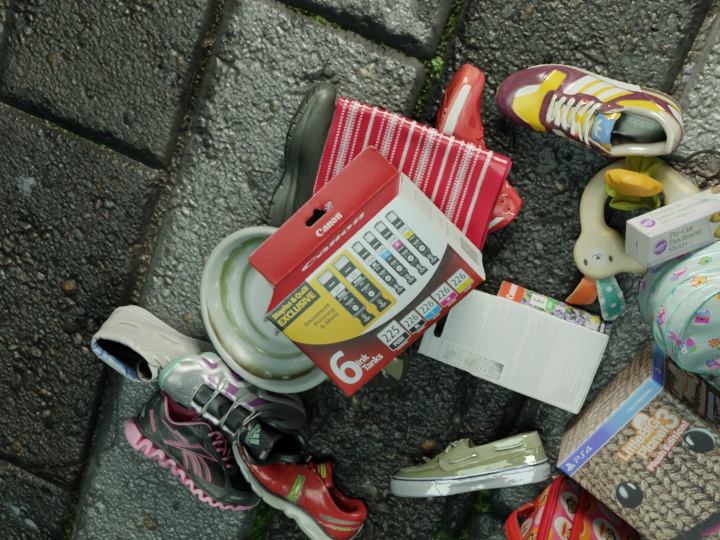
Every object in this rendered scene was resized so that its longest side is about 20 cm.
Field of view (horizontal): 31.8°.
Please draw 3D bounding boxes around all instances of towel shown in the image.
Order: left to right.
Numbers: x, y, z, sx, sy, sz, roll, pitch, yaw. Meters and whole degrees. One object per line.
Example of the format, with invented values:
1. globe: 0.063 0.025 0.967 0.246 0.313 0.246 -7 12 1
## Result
1. towel: 0.051 -0.093 1.362 0.199 0.023 0.145 21 126 3

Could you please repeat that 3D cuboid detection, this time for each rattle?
1. rattle: 0.268 -0.019 1.342 0.130 0.143 0.200 33 115 -4

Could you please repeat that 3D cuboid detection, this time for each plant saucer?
1. plant saucer: -0.093 0.041 1.474 0.199 0.050 0.201 9 110 25

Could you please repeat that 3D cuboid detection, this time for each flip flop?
1. flip flop: -0.027 0.076 1.512 0.199 0.058 0.082 19 113 24

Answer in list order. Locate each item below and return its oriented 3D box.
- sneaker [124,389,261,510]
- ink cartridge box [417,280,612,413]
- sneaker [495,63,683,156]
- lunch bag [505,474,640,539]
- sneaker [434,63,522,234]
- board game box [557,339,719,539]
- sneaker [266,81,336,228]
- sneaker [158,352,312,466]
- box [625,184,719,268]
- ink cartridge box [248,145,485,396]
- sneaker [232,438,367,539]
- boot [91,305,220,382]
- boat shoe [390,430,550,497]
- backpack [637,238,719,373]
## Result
1. sneaker: -0.200 0.226 1.615 0.200 0.079 0.096 35 105 -3
2. ink cartridge box: 0.177 0.077 1.458 0.199 0.050 0.109 21 116 7
3. sneaker: 0.236 -0.165 1.316 0.199 0.090 0.075 9 115 11
4. lunch bag: 0.242 0.336 1.467 0.176 0.200 0.082 41 121 -5
5. sneaker: 0.131 -0.124 1.382 0.115 0.079 0.201 16 128 -1
6. board game box: 0.353 0.211 1.440 0.200 0.097 0.160 38 116 -3
7. sneaker: -0.046 -0.119 1.430 0.090 0.076 0.201 16 125 1
8. sneaker: -0.139 0.175 1.496 0.199 0.140 0.078 20 113 -26
9. box: 0.360 -0.057 1.289 0.199 0.039 0.042 -19 126 -22
10. ink cartridge box: 0.000 0.000 1.343 0.200 0.084 0.176 -42 103 16
11. sneaker: -0.074 0.263 1.600 0.200 0.077 0.085 41 105 -12
12. boot: -0.236 0.120 1.560 0.199 0.096 0.074 26 117 3
13. boat shoe: 0.131 0.235 1.536 0.199 0.072 0.062 -11 85 15
14. backpack: 0.392 0.032 1.308 0.199 0.127 0.168 4 118 -12
